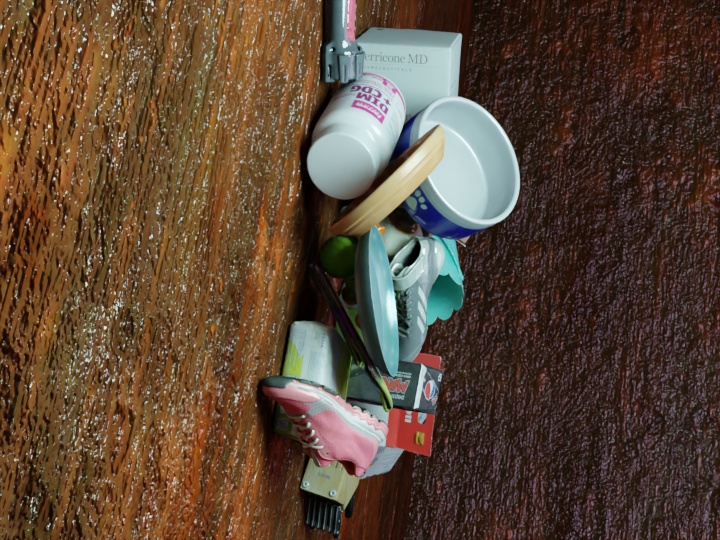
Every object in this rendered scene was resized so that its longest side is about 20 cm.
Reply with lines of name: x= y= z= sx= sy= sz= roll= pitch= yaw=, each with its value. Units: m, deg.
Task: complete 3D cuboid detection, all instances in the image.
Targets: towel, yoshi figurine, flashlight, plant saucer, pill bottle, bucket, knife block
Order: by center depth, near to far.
plant saucer: x=0.042 y=-0.112 z=1.186 sx=0.200 sy=0.038 sz=0.200 roll=-42 pitch=-174 yaw=6
plant saucer: x=0.021 y=0.042 z=1.207 sx=0.200 sy=0.027 sz=0.205 roll=-8 pitch=90 yaw=-79
flashlight: x=-0.015 y=-0.362 z=1.217 sx=0.068 sy=0.066 sz=0.204 roll=-53 pitch=147 yaw=-62
pill bottle: x=-0.005 y=-0.187 z=1.243 sx=0.201 sy=0.111 sz=0.115 roll=-70 pitch=163 yaw=-55
towel: x=-0.014 y=0.093 z=1.267 sx=0.202 sy=0.023 sz=0.144 roll=61 pitch=-1 yaw=35
yoshi figurine: x=-0.015 y=0.003 z=1.327 sx=0.202 sy=0.110 sz=0.113 roll=83 pitch=23 yaw=-51
knife block: x=-0.036 y=0.327 z=1.461 sx=0.176 sy=0.063 sz=0.203 roll=62 pitch=45 yaw=-69
bucket: x=0.100 y=-0.001 z=1.741 sx=0.209 sy=0.203 sz=0.137 roll=82 pitch=8 yaw=-54

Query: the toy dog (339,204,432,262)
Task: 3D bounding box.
toy dog: x=0.053 y=-0.051 z=1.478 sx=0.200 sy=0.190 sz=0.142 roll=-69 pitch=176 yaw=-77

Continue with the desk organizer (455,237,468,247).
desk organizer: x=0.139 y=-0.131 z=1.507 sx=0.077 sy=0.071 sz=0.201 roll=-51 pitch=-149 yaw=14

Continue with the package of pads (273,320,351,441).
package of pads: x=-0.061 y=0.163 z=1.266 sx=0.200 sy=0.067 sz=0.158 roll=62 pitch=36 yaw=-74

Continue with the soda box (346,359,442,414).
soda box: x=0.024 y=0.168 z=1.367 sx=0.063 sy=0.197 sz=0.072 roll=24 pitch=74 yaw=-51

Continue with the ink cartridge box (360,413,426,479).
ink cartridge box: x=0.028 y=0.286 z=1.563 sx=0.135 sy=0.076 sz=0.202 roll=4 pitch=121 yaw=-56

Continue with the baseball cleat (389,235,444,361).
baseball cleat: x=0.066 y=0.044 z=1.364 sx=0.106 sy=0.069 sz=0.204 roll=8 pitch=96 yaw=-53

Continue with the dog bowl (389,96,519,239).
dog bowl: x=0.142 y=-0.153 z=1.344 sx=0.078 sy=0.198 sz=0.203 roll=-27 pitch=-136 yaw=50

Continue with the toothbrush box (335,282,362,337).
toothbrush box: x=0.010 y=0.107 z=1.599 sx=0.146 sy=0.084 sz=0.203 roll=-69 pitch=164 yaw=-55

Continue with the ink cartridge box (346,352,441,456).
ink cartridge box: x=0.029 y=0.204 z=1.453 sx=0.050 sy=0.197 sz=0.165 roll=5 pitch=91 yaw=-50

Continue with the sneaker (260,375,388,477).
sneaker: x=-0.048 y=0.197 z=1.121 sx=0.199 sy=0.073 sz=0.088 roll=34 pitch=69 yaw=-31

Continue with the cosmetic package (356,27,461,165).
cosmetic package: x=0.075 y=-0.288 z=1.497 sx=0.167 sy=0.164 sz=0.204 roll=-62 pitch=155 yaw=-64
